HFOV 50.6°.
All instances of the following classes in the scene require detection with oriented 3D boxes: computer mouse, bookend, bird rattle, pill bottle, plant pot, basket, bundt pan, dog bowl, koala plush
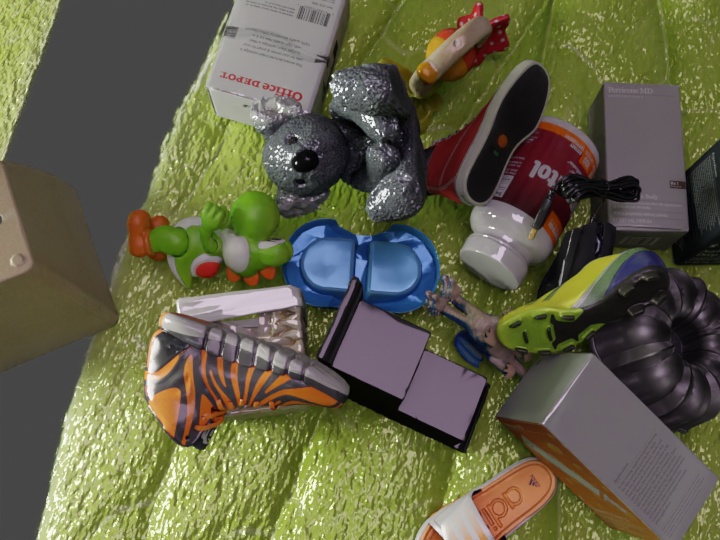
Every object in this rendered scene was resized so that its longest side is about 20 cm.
[{"bbox_3d":[0.248,-0.019,0.892,0.138,0.203,0.046,3,34,-30],"label":"computer mouse"},{"bbox_3d":[0.057,0.113,0.848,0.195,0.200,0.094,24,74,6],"label":"bookend"},{"bbox_3d":[0.122,-0.273,0.993,0.198,0.163,0.114,-32,95,-1],"label":"bird rattle"},{"bbox_3d":[0.209,-0.082,0.956,0.112,0.113,0.202,30,75,7],"label":"pill bottle"},{"bbox_3d":[-0.426,-0.013,0.882,0.196,0.177,0.203,-22,74,-8],"label":"plant pot"},{"bbox_3d":[-0.121,0.100,0.849,0.132,0.200,0.126,-7,78,-4],"label":"basket"},{"bbox_3d":[0.369,0.086,0.895,0.198,0.076,0.206,10,67,-24],"label":"bundt pan"},{"bbox_3d":[0.000,0.000,0.958,0.195,0.050,0.114,4,73,-1],"label":"dog bowl"},{"bbox_3d":[-0.030,-0.146,0.917,0.196,0.184,0.181,-14,108,15],"label":"koala plush"}]

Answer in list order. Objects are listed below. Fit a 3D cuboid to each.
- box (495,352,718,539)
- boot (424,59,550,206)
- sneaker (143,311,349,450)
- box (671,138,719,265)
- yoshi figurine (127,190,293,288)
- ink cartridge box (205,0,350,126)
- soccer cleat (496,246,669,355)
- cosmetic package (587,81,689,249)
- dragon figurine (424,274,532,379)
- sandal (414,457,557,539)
[{"bbox_3d":[0.269,0.195,0.847,0.200,0.124,0.098,44,76,-5],"label":"box"},{"bbox_3d":[0.145,-0.179,0.969,0.072,0.144,0.202,37,81,-30],"label":"boot"},{"bbox_3d":[-0.113,0.121,0.723,0.196,0.078,0.114,17,87,9],"label":"sneaker"},{"bbox_3d":[0.484,-0.086,0.921,0.145,0.200,0.110,0,73,-1],"label":"box"},{"bbox_3d":[-0.176,-0.054,0.927,0.195,0.113,0.114,5,47,10],"label":"yoshi figurine"},{"bbox_3d":[-0.107,-0.294,1.022,0.143,0.084,0.204,15,74,3],"label":"ink cartridge box"},{"bbox_3d":[0.246,0.034,0.857,0.197,0.084,0.065,-24,118,12],"label":"soccer cleat"},{"bbox_3d":[0.358,-0.136,0.991,0.104,0.090,0.205,1,76,2],"label":"cosmetic package"},{"bbox_3d":[0.155,0.087,0.928,0.059,0.099,0.201,-46,116,-14],"label":"dragon figurine"},{"bbox_3d":[0.145,0.284,0.873,0.205,0.059,0.080,-37,78,-11],"label":"sandal"}]
